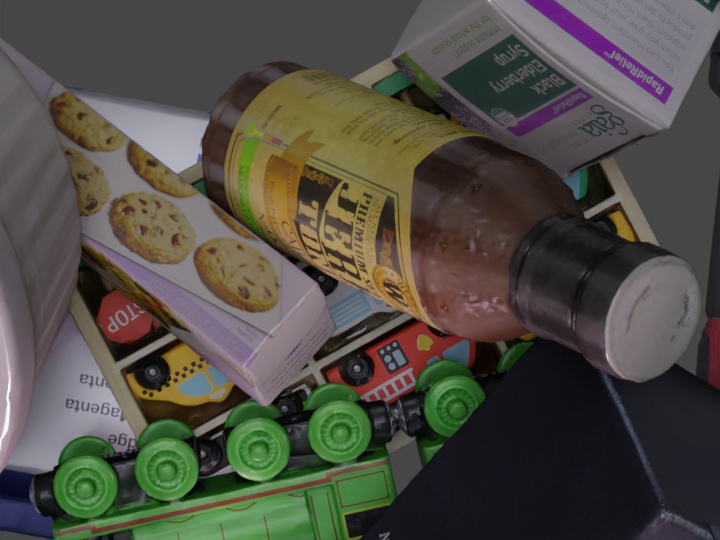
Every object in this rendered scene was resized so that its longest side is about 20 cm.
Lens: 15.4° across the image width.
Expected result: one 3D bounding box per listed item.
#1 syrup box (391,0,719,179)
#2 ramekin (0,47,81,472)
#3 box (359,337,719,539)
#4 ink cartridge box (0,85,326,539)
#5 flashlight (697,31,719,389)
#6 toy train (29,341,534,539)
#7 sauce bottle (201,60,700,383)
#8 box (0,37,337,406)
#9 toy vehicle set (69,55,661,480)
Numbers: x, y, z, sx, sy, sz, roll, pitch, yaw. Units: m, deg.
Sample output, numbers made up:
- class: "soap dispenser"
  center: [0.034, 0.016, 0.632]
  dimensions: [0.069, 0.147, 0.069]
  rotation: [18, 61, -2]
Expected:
- class: "syrup box"
  center: [0.098, -0.137, 0.936]
  dimensions: [0.081, 0.079, 0.201]
  rotation: [36, 67, -13]
- class: "ramekin"
  center: [-0.185, -0.014, 0.882]
  dimensions: [0.201, 0.094, 0.203]
  rotation: [10, 124, 16]
- class: "box"
  center: [0.092, 0.151, 0.883]
  dimensions: [0.196, 0.118, 0.200]
  rotation: [30, 112, -28]
- class: "ink cartridge box"
  center: [-0.104, 0.034, 0.997]
  dimensions: [0.195, 0.043, 0.201]
  rotation: [10, 87, 2]
- class: "flashlight"
  center: [0.161, -0.012, 0.973]
  dimensions: [0.068, 0.068, 0.201]
  rotation: [4, 83, 41]
- class: "toy train"
  center: [-0.014, 0.071, 0.930]
  dimensions: [0.199, 0.042, 0.057]
  rotation: [-12, 100, -2]
- class: "sauce bottle"
  center: [0.026, -0.016, 0.858]
  dimensions: [0.064, 0.200, 0.065]
  rotation: [-14, 115, -34]
- class: "box"
  center: [-0.094, -0.029, 0.930]
  dimensions: [0.200, 0.039, 0.041]
  rotation: [38, 77, 23]
- class: "toy vehicle set"
  center: [0.000, 0.000, 0.964]
  dimensions: [0.199, 0.027, 0.125]
  rotation: [-29, 90, -2]
